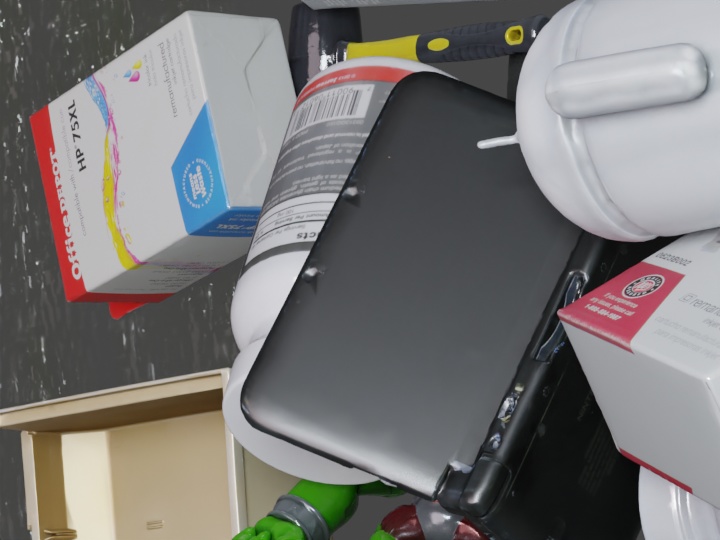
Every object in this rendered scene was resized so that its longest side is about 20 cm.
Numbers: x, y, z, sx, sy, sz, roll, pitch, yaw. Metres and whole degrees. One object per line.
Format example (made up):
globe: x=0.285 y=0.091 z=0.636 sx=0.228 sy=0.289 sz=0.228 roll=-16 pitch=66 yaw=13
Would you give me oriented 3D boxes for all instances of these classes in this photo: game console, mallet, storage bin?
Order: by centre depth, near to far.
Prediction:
game console: x=0.068 y=0.033 z=1.308 sx=0.116 sy=0.176 sz=0.200 roll=7 pitch=63 yaw=43
mallet: x=0.028 y=-0.106 z=1.442 sx=0.200 sy=0.041 sz=0.066 roll=10 pitch=96 yaw=52
storage bin: x=-0.112 y=0.167 z=1.520 sx=0.198 sy=0.094 sz=0.200 roll=-11 pitch=80 yaw=36

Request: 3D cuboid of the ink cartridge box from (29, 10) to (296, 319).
ink cartridge box: x=-0.117 y=-0.053 z=1.535 sx=0.200 sy=0.067 sz=0.116 roll=-28 pitch=70 yaw=46

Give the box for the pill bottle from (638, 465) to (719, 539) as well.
pill bottle: x=0.232 y=0.098 z=1.250 sx=0.200 sy=0.112 sz=0.112 roll=-9 pitch=81 yaw=36

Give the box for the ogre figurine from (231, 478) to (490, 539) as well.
ogre figurine: x=0.050 y=0.129 z=1.375 sx=0.200 sy=0.098 sz=0.120 roll=-3 pitch=41 yaw=29

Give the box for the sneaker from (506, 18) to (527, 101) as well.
sneaker: x=0.151 y=-0.104 z=1.352 sx=0.200 sy=0.073 sz=0.082 roll=-12 pitch=79 yaw=36

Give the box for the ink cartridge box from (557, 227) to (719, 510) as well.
ink cartridge box: x=0.210 y=0.015 z=1.195 sx=0.083 sy=0.200 sz=0.145 roll=65 pitch=165 yaw=-19

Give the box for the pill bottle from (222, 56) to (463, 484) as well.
pill bottle: x=0.000 y=0.000 z=1.381 sx=0.116 sy=0.116 sz=0.200 roll=-15 pitch=44 yaw=36

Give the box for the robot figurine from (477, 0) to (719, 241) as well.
robot figurine: x=0.151 y=-0.075 z=1.201 sx=0.200 sy=0.170 sz=0.113 roll=-11 pitch=77 yaw=36

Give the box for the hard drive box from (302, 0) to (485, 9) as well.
hard drive box: x=0.053 y=-0.221 z=1.408 sx=0.200 sy=0.077 sz=0.156 roll=1 pitch=68 yaw=36
